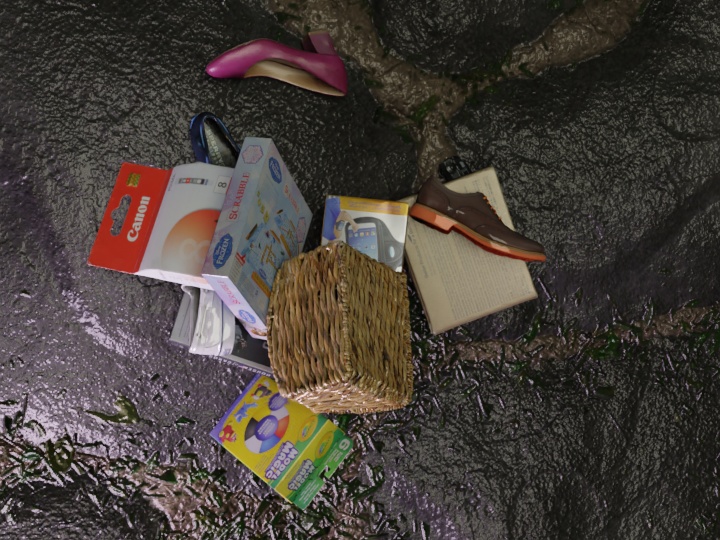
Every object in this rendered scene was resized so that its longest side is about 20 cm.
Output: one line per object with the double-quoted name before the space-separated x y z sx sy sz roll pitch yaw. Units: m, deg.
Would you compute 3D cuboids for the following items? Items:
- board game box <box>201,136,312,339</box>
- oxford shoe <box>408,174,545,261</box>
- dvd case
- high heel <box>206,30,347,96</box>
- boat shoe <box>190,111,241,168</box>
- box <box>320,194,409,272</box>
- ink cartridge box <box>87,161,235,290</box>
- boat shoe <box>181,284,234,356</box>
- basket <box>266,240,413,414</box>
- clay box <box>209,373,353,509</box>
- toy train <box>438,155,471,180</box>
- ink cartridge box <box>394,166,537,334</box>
"board game box" -0.131 -0.038 1.398 0.041 0.200 0.201 7 65 18
"oxford shoe" 0.171 -0.069 1.460 0.199 0.071 0.073 23 87 -1
"dvd case" -0.153 0.063 1.473 0.199 0.025 0.151 19 65 -13
"high heel" -0.114 -0.276 1.493 0.199 0.067 0.097 -17 82 -19
"boat shoe" -0.184 -0.124 1.470 0.084 0.069 0.201 -35 97 -14
"box" 0.000 0.000 1.473 0.118 0.041 0.202 6 84 3
"ink cartridge box" -0.254 -0.070 1.402 0.198 0.050 0.163 11 70 10
"boat shoe" -0.207 0.014 1.415 0.065 0.074 0.201 2 69 -23
"basket" -0.028 0.086 1.388 0.149 0.142 0.201 26 52 -47
"clay box" -0.107 0.225 1.414 0.115 0.200 0.048 -52 130 -11
"toy train" 0.183 -0.083 1.590 0.046 0.034 0.201 -33 96 -26
"ink cartridge box" 0.147 -0.030 1.534 0.164 0.075 0.201 -19 94 3
